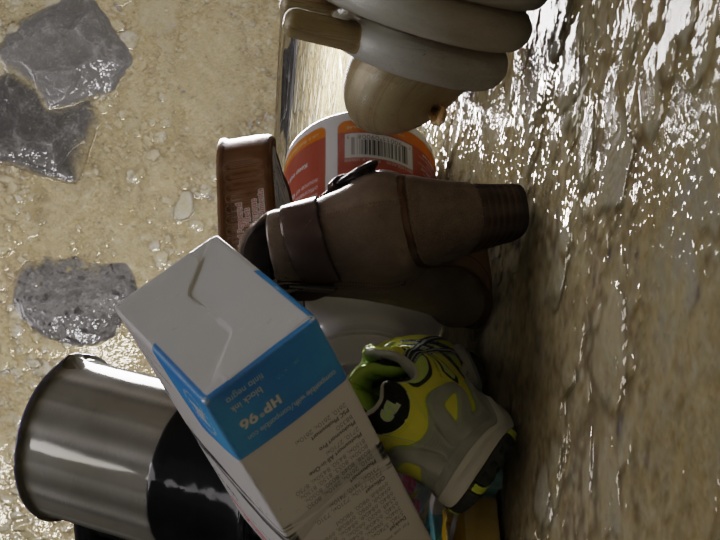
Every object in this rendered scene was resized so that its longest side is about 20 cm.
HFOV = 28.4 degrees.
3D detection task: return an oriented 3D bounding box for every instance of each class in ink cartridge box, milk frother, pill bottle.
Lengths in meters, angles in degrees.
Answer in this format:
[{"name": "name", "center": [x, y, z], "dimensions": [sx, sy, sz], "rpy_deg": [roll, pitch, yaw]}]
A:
[{"name": "ink cartridge box", "center": [-0.036, 0.094, 0.730], "dimensions": [0.116, 0.068, 0.201], "rpy_deg": [36, 157, 53]}, {"name": "milk frother", "center": [-0.145, 0.157, 0.907], "dimensions": [0.199, 0.186, 0.183], "rpy_deg": [12, -92, -63]}, {"name": "pill bottle", "center": [0.000, 0.000, 0.981], "dimensions": [0.113, 0.110, 0.202], "rpy_deg": [104, 168, -55]}]

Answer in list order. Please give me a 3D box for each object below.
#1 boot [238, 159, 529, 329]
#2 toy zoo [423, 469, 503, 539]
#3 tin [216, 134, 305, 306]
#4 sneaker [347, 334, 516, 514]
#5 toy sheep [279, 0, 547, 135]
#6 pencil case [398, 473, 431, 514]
[{"name": "boot", "center": [0.005, -0.006, 0.786], "dimensions": [0.200, 0.144, 0.071], "rpy_deg": [111, 149, -68]}, {"name": "toy zoo", "center": [0.052, 0.185, 0.802], "dimensions": [0.132, 0.020, 0.202], "rpy_deg": [-94, 11, -52]}, {"name": "tin", "center": [-0.059, 0.006, 0.865], "dimensions": [0.112, 0.041, 0.202], "rpy_deg": [69, -168, -54]}, {"name": "sneaker", "center": [0.026, 0.064, 0.790], "dimensions": [0.076, 0.076, 0.200], "rpy_deg": [-55, 14, -1]}, {"name": "toy sheep", "center": [0.036, -0.164, 0.719], "dimensions": [0.138, 0.136, 0.202], "rpy_deg": [-102, 27, -67]}, {"name": "pencil case", "center": [-0.014, 0.186, 0.853], "dimensions": [0.091, 0.082, 0.202], "rpy_deg": [52, -137, -35]}]
